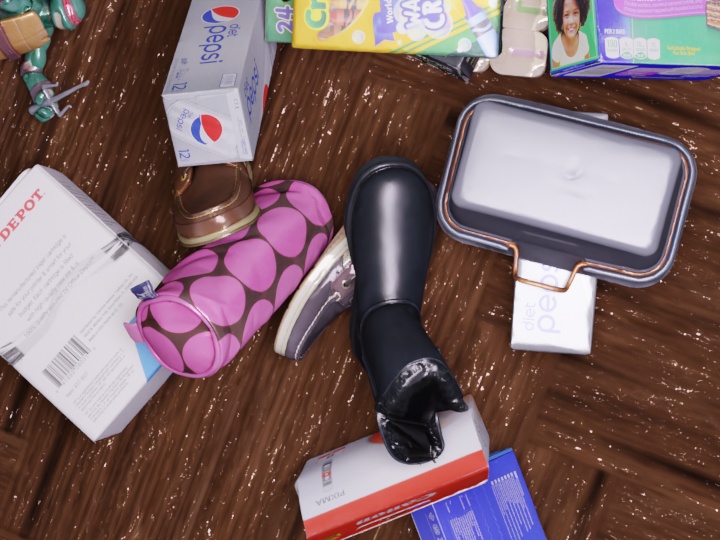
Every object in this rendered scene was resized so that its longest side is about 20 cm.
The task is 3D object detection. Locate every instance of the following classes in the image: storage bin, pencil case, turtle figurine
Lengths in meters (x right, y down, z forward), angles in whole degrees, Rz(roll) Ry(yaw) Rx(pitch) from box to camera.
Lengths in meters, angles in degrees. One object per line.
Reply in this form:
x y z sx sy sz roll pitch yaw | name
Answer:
0.154 -0.058 1.134 0.199 0.134 0.146 15 91 9 | storage bin
-0.105 0.001 1.223 0.094 0.200 0.091 -7 116 37 | pencil case
-0.311 -0.201 1.293 0.200 0.101 0.150 -18 128 8 | turtle figurine

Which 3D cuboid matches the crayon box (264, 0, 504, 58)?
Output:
0.017 -0.239 1.185 0.199 0.052 0.126 4 103 8 | crayon box

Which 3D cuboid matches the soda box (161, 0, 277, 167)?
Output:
-0.113 -0.166 1.216 0.063 0.200 0.068 -5 125 7 | soda box

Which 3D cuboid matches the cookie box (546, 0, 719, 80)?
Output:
0.234 -0.261 1.197 0.171 0.075 0.201 -3 89 -29 | cookie box

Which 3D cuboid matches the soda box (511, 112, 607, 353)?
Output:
0.167 -0.032 1.239 0.068 0.063 0.201 5 90 6 | soda box

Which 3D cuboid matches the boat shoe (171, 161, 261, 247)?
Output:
-0.126 -0.075 1.211 0.072 0.200 0.068 -19 111 2 | boat shoe

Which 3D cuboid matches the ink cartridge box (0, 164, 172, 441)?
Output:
-0.247 0.027 1.284 0.200 0.084 0.146 42 94 6 | ink cartridge box

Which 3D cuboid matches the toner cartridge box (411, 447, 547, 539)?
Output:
0.117 0.260 1.237 0.095 0.043 0.200 -18 86 -31 | toner cartridge box

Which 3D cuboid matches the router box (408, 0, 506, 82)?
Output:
0.064 -0.282 1.251 0.150 0.062 0.200 26 94 12 | router box

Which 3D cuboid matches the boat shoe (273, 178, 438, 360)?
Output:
0.000 0.000 1.263 0.065 0.072 0.200 35 90 7 | boat shoe

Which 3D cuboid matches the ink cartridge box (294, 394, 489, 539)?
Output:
0.023 0.162 1.192 0.162 0.200 0.050 -23 89 6 | ink cartridge box

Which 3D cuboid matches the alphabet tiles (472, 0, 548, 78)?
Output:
0.123 -0.270 1.277 0.195 0.015 0.201 7 90 14 | alphabet tiles

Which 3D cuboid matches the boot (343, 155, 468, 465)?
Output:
0.037 0.032 1.155 0.076 0.168 0.201 -3 119 -13 | boot
